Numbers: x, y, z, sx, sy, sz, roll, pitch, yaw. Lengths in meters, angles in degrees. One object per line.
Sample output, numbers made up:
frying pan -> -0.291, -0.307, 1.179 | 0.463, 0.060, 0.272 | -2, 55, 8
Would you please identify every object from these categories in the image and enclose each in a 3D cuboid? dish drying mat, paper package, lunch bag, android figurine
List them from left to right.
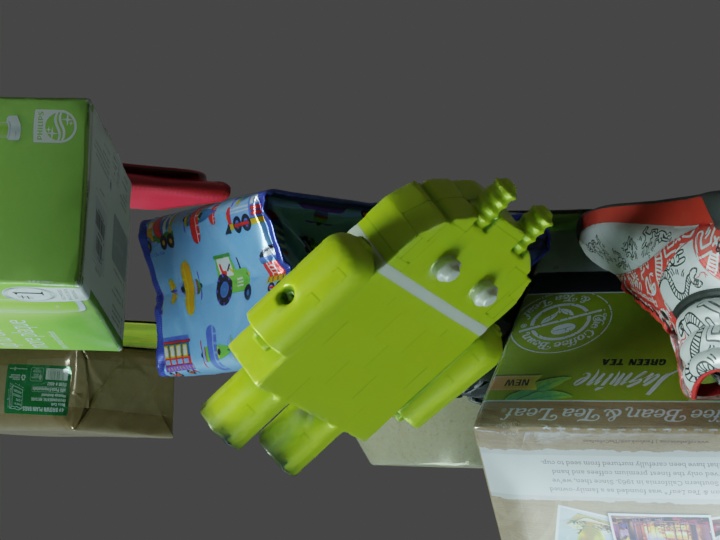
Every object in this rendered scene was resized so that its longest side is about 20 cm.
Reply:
dish drying mat -> -0.167, -0.047, 1.360 | 0.200, 0.018, 0.077 | 4, 174, -36
paper package -> -0.344, 0.142, 3.199 | 0.200, 0.104, 0.190 | -1, 175, 37
lunch bag -> 0.000, 0.000, 1.547 | 0.200, 0.094, 0.150 | -7, 178, -32
android figurine -> 0.014, 0.026, 1.421 | 0.200, 0.041, 0.182 | -41, 148, 9

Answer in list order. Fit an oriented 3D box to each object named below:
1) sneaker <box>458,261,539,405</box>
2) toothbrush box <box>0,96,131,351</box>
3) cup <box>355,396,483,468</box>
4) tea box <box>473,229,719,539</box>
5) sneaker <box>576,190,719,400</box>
sneaker -> 0.071, 0.045, 1.626 | 0.076, 0.091, 0.200 | -11, -168, 35
toothbrush box -> -0.209, -0.019, 1.207 | 0.199, 0.086, 0.146 | 3, 167, 2
cup -> 0.059, 0.060, 1.833 | 0.200, 0.144, 0.200 | 1, 175, 0
tea box -> 0.193, 0.081, 1.577 | 0.200, 0.134, 0.197 | -1, -144, 20
sneaker -> 0.174, 0.018, 1.486 | 0.067, 0.108, 0.201 | 4, 175, -25
